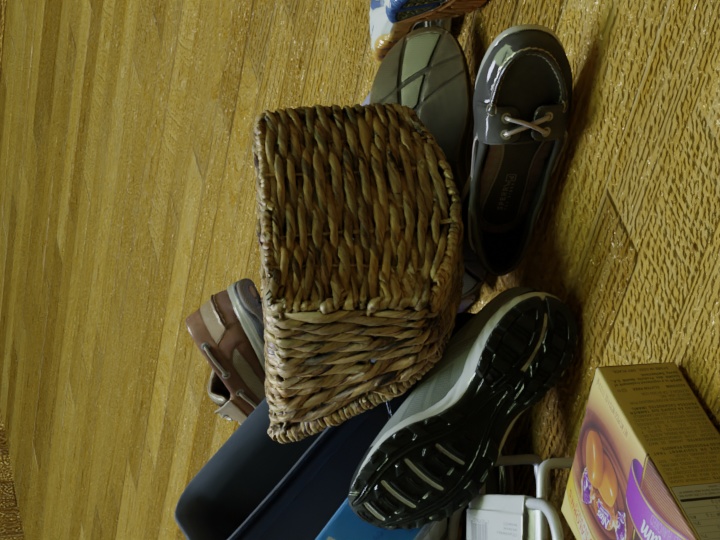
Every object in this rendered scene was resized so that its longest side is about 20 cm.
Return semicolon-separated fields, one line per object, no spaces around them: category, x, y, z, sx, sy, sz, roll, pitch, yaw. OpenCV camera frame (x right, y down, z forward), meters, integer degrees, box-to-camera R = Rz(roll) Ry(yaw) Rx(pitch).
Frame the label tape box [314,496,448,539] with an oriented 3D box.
label tape box;0.003;0.252;1.544;0.063;0.144;0.200;26;147;22

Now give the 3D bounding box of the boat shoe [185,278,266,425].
boat shoe;-0.092;0.091;1.795;0.076;0.072;0.200;-114;3;-52

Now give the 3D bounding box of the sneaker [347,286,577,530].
sneaker;0.067;0.093;1.464;0.200;0.074;0.079;-49;17;3

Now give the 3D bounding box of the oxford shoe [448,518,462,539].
oxford shoe;0.043;0.246;1.725;0.074;0.071;0.200;54;154;2

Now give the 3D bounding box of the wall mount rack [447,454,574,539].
wall mount rack;0.122;0.209;1.431;0.200;0.074;0.174;167;103;-72

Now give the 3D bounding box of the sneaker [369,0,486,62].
sneaker;0.043;-0.222;1.587;0.200;0.075;0.088;141;125;-68

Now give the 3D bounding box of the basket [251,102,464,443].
basket;0.000;0.000;1.505;0.149;0.142;0.200;90;176;-46

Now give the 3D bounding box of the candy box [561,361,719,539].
candy box;0.183;0.159;1.244;0.200;0.056;0.117;-113;26;-50

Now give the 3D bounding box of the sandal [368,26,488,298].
sandal;0.057;-0.078;1.598;0.054;0.080;0.200;-19;-81;-71

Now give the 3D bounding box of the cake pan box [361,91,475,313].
cake pan box;0.027;-0.040;1.715;0.184;0.052;0.200;131;133;-63

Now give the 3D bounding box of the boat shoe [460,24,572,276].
boat shoe;0.105;-0.075;1.429;0.200;0.067;0.057;98;166;-51

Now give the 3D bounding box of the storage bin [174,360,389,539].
storage bin;-0.024;0.164;1.662;0.200;0.134;0.146;-47;22;-2

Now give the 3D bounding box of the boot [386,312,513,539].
boot;0.060;0.125;1.542;0.075;0.097;0.200;-106;17;-80
